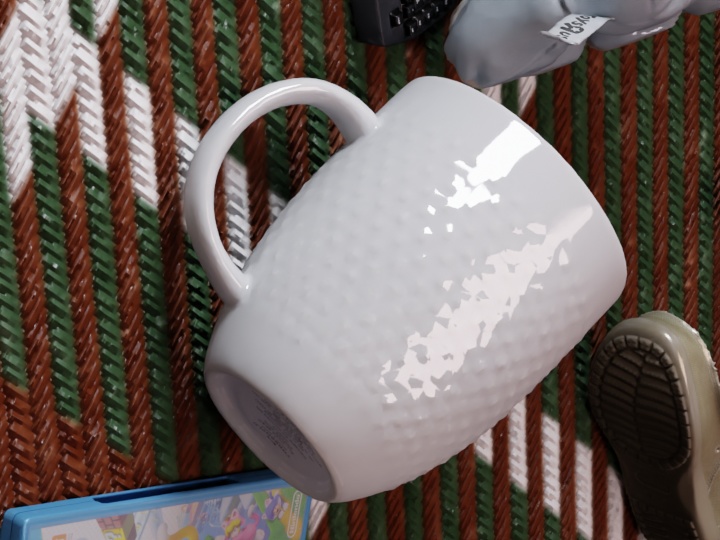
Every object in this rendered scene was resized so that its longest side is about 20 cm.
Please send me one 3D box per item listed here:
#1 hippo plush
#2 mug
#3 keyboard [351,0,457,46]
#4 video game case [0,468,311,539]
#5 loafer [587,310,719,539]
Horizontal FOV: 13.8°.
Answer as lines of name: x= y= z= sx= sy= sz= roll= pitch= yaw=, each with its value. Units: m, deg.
hippo plush: x=0.098 y=-0.188 z=1.464 sx=0.161 sy=0.159 sz=0.200 roll=71 pitch=19 yaw=0
mug: x=0.000 y=0.000 z=1.413 sx=0.175 sy=0.148 sz=0.200 roll=-45 pitch=105 yaw=-20
keyboard: x=0.016 y=-0.196 z=1.417 sx=0.104 sy=0.040 sz=0.201 roll=-36 pitch=129 yaw=-37
video game case: x=-0.104 y=0.174 z=1.438 sx=0.200 sy=0.018 sz=0.144 roll=-5 pitch=109 yaw=-49
loafer: x=0.183 y=0.087 z=1.709 sx=0.068 sy=0.076 sz=0.200 roll=-49 pitch=146 yaw=-28
